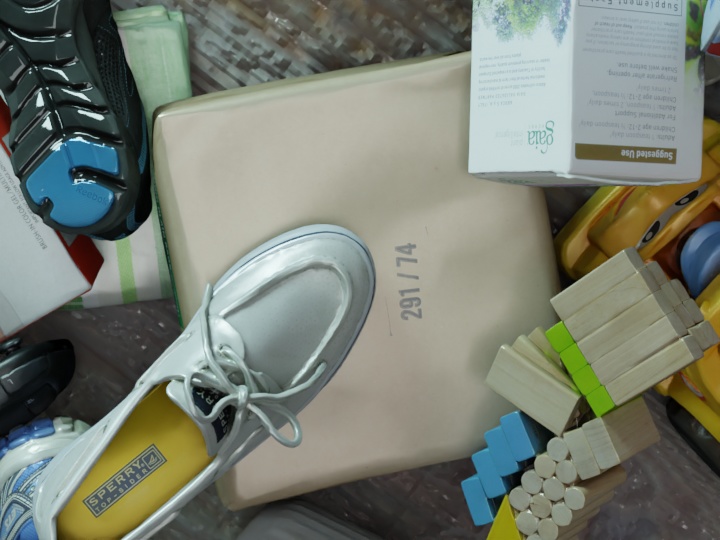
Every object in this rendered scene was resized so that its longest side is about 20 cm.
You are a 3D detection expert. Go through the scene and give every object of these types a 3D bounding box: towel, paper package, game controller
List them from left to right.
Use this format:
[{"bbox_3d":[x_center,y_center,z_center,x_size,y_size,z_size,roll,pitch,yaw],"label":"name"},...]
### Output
[{"bbox_3d":[-0.236,0.090,0.887,0.199,0.104,0.042,-30,97,1],"label":"game controller"},{"bbox_3d":[-0.182,-0.052,0.916,0.199,0.023,0.154,-7,98,-3],"label":"towel"},{"bbox_3d":[0.000,0.000,0.879,0.189,0.103,0.201,-11,99,-8],"label":"paper package"}]

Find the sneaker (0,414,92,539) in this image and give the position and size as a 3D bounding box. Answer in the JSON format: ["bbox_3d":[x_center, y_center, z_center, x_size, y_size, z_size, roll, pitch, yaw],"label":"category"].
[{"bbox_3d":[-0.151,0.176,0.881,0.077,0.085,0.201,-13,126,-14],"label":"sneaker"}]

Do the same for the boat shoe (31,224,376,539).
[{"bbox_3d":[-0.067,0.058,0.779,0.202,0.086,0.075,-41,101,-6],"label":"boat shoe"}]

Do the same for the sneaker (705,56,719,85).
[{"bbox_3d":[0.216,-0.177,0.902,0.200,0.087,0.075,-46,52,-12],"label":"sneaker"}]

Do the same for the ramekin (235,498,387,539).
[{"bbox_3d":[-0.052,0.206,0.869,0.094,0.202,0.203,34,94,5],"label":"ramekin"}]

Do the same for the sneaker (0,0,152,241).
[{"bbox_3d":[-0.153,-0.108,0.868,0.073,0.082,0.201,-15,80,8],"label":"sneaker"}]

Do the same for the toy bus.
[{"bbox_3d":[0.203,0.031,0.857,0.136,0.192,0.200,-42,95,4],"label":"toy bus"}]

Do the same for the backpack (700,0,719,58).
[{"bbox_3d":[0.239,-0.146,0.760,0.154,0.191,0.201,32,123,4],"label":"backpack"}]

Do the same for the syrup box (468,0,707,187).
[{"bbox_3d":[0.105,-0.139,0.798,0.081,0.079,0.202,-1,93,-30],"label":"syrup box"}]

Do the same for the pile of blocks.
[{"bbox_3d":[0.101,0.075,0.828,0.082,0.062,0.201,37,117,23],"label":"pile of blocks"}]

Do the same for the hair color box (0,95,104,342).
[{"bbox_3d":[-0.243,0.006,0.877,0.199,0.064,0.111,-30,102,6],"label":"hair color box"}]
